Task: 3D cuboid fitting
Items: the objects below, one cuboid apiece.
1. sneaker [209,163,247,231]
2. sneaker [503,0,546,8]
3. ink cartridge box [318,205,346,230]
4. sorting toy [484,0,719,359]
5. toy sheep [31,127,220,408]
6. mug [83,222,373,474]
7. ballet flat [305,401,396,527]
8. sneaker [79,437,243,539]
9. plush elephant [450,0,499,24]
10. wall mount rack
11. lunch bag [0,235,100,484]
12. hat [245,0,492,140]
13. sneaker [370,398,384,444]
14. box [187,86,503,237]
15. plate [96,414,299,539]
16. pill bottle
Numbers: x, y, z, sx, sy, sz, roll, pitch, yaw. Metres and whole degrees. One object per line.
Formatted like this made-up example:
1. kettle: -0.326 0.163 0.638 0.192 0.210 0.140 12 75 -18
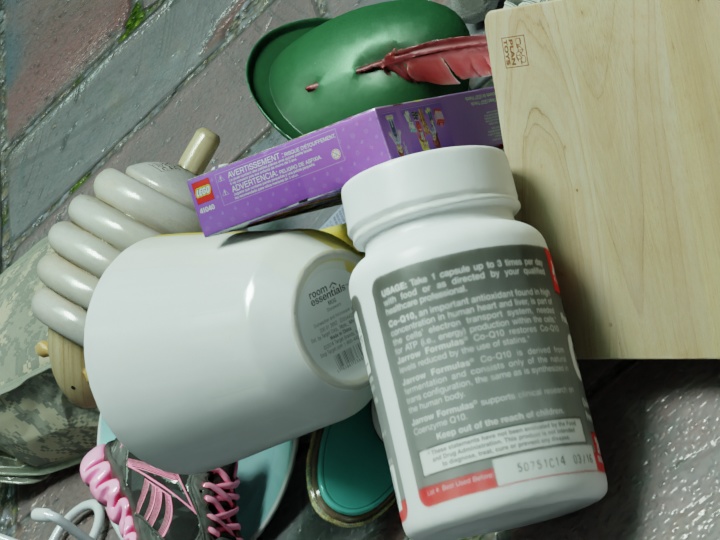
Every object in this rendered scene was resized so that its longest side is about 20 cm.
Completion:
1. sneaker: -0.144 0.005 1.577 0.114 0.073 0.201 2 57 8
2. sneaker: 0.142 -0.151 1.446 0.088 0.076 0.200 -54 20 20
3. ink cartridge box: 0.000 0.000 1.490 0.200 0.042 0.119 -44 29 9
4. sorting toy: 0.174 -0.056 1.169 0.070 0.200 0.199 -14 7 -39
5. toy sheep: -0.143 -0.002 1.416 0.138 0.138 0.200 20 85 60
6. mug: -0.057 0.024 1.299 0.153 0.149 0.187 -13 54 45
7. ballet flat: 0.007 0.085 1.361 0.071 0.071 0.200 -21 40 43
8. sneaker: -0.108 0.150 1.390 0.095 0.079 0.200 -49 45 6
9. plush elephant: 0.096 -0.311 1.611 0.165 0.200 0.155 -40 11 34
10. wall mount rack: -0.274 0.238 1.561 0.174 0.075 0.200 -11 46 51
11. lunch bag: -0.246 0.069 1.679 0.200 0.118 0.164 -21 39 35
12. hat: 0.038 -0.171 1.449 0.166 0.200 0.176 -66 -1 -48
13. sneaker: 0.079 0.012 1.308 0.121 0.084 0.200 -19 48 52
14. box: 0.007 -0.069 1.307 0.137 0.039 0.200 -18 -1 30
15. plate: -0.106 0.109 1.465 0.200 0.026 0.200 -12 72 42
16. pill bottle: 0.058 0.040 1.182 0.114 0.114 0.200 -24 74 40
